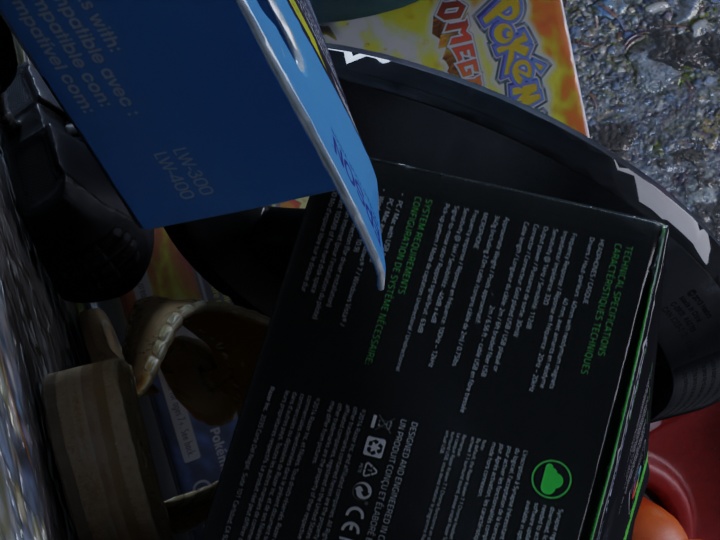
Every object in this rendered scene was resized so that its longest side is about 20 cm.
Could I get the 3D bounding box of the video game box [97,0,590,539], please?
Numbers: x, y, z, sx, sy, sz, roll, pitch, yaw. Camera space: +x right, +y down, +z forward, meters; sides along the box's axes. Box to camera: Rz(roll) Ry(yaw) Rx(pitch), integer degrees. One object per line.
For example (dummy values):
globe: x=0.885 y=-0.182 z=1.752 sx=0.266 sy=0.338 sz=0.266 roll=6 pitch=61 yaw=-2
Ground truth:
video game box: x=0.000 y=0.000 z=0.829 sx=0.047 sy=0.181 sz=0.201 roll=34 pitch=-37 yaw=60

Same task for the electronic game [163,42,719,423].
electronic game: x=0.022 y=-0.007 z=0.701 sx=0.200 sy=0.199 sz=0.042 roll=78 pitch=33 yaw=-64

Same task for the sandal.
sandal: x=-0.044 y=0.043 z=0.682 sx=0.212 sy=0.069 sz=0.078 roll=-139 pitch=-145 yaw=-87

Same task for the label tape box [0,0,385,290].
label tape box: x=-0.063 y=-0.091 z=0.538 sx=0.144 sy=0.066 sz=0.200 roll=60 pitch=8 yaw=-36

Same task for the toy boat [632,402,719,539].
toy boat: x=0.092 y=0.103 z=0.804 sx=0.131 sy=0.199 sz=0.131 roll=37 pitch=-29 yaw=60

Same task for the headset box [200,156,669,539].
headset box: x=0.017 y=0.094 z=0.637 sx=0.200 sy=0.092 sz=0.175 roll=80 pitch=26 yaw=-66

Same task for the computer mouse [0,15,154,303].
computer mouse: x=-0.086 y=-0.049 z=0.639 sx=0.200 sy=0.034 sz=0.059 roll=77 pitch=-1 yaw=-65

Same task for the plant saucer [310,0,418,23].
plant saucer: x=-0.060 y=-0.138 z=0.765 sx=0.036 sy=0.199 sz=0.200 roll=-56 pitch=-151 yaw=27
